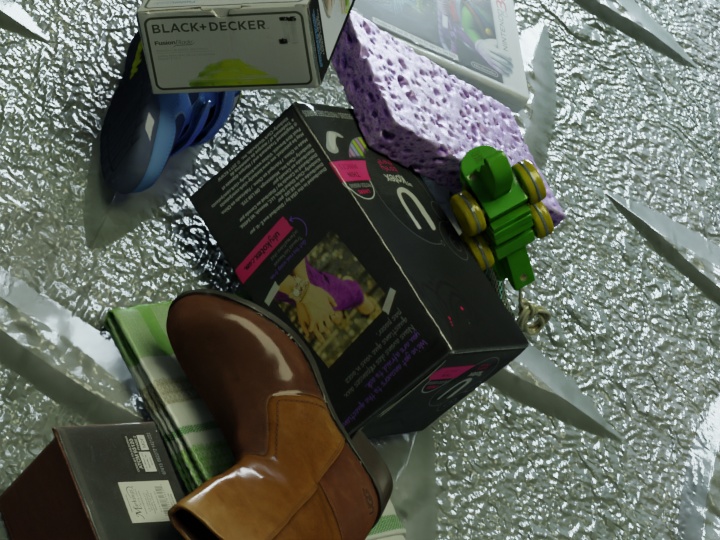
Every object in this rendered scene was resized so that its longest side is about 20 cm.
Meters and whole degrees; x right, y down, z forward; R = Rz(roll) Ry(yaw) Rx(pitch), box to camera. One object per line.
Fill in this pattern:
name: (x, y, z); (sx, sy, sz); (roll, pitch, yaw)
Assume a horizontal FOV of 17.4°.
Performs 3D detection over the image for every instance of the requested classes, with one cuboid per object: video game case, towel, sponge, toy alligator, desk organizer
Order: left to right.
desk organizer: (-0.127, 0.190, 1.311); (0.072, 0.077, 0.200); (0, 55, -43)
towel: (-0.067, 0.103, 1.491); (0.149, 0.031, 0.200); (-5, 57, -47)
video game case: (0.043, -0.230, 1.892); (0.200, 0.023, 0.182); (20, 44, -28)
sponge: (0.059, -0.100, 1.645); (0.200, 0.030, 0.112); (25, 33, -46)
toy alligator: (0.095, -0.029, 1.613); (0.059, 0.200, 0.054); (-28, 54, -7)

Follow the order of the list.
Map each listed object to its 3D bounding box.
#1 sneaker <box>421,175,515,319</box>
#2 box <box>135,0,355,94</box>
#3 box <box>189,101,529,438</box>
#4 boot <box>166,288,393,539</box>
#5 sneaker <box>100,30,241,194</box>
sneaker: (0.063, -0.030, 1.704); (0.091, 0.078, 0.200); (32, 40, -42)
box: (-0.068, -0.189, 1.571); (0.116, 0.060, 0.200); (-2, 30, 11)
box: (0.000, 0.000, 1.557); (0.200, 0.106, 0.122); (57, 24, 15)
boot: (-0.075, 0.112, 1.376); (0.188, 0.068, 0.200); (55, 25, -5)
sneaker: (-0.121, -0.118, 1.603); (0.082, 0.074, 0.200); (33, 40, -18)
